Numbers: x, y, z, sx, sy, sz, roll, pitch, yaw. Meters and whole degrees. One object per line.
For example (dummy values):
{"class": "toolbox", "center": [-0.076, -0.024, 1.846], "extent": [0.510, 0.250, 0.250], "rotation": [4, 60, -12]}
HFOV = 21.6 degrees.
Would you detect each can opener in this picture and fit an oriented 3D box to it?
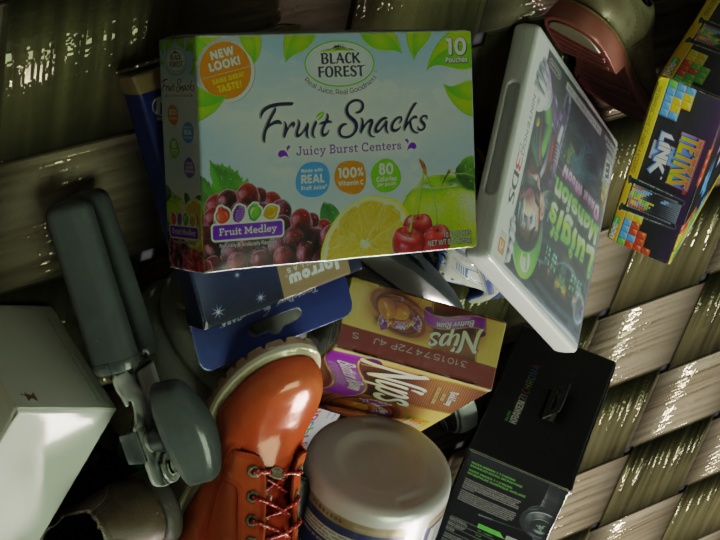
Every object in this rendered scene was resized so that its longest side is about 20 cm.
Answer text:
{"class": "can opener", "center": [-0.138, 0.043, 1.204], "extent": [0.067, 0.200, 0.053], "rotation": [-12, -169, 21]}

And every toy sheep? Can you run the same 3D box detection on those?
{"class": "toy sheep", "center": [-0.101, 0.054, 1.301], "extent": [0.200, 0.138, 0.138], "rotation": [-36, 151, 26]}

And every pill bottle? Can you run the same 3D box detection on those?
{"class": "pill bottle", "center": [-0.006, 0.217, 1.434], "extent": [0.111, 0.111, 0.200], "rotation": [-14, 135, -33]}

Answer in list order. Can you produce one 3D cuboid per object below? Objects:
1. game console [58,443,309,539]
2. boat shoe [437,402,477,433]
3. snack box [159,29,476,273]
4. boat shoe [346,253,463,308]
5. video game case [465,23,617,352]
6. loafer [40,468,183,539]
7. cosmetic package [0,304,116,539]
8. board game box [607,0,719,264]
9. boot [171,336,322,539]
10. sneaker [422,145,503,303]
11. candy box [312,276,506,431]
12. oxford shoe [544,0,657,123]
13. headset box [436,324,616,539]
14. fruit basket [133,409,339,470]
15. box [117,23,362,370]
{"class": "game console", "center": [-0.152, 0.209, 1.395], "extent": [0.116, 0.176, 0.200], "rotation": [-26, 136, -48]}
{"class": "boat shoe", "center": [0.043, 0.080, 1.532], "extent": [0.066, 0.070, 0.200], "rotation": [-29, 146, -5]}
{"class": "snack box", "center": [-0.023, -0.078, 1.174], "extent": [0.200, 0.053, 0.142], "rotation": [-6, 96, -33]}
{"class": "boat shoe", "center": [0.000, 0.000, 1.371], "extent": [0.065, 0.074, 0.200], "rotation": [-40, 132, 12]}
{"class": "video game case", "center": [0.139, -0.056, 1.401], "extent": [0.200, 0.023, 0.182], "rotation": [43, 56, -57]}
{"class": "loafer", "center": [-0.203, 0.194, 1.298], "extent": [0.071, 0.073, 0.200], "rotation": [-14, 159, -46]}
{"class": "cosmetic package", "center": [-0.258, 0.129, 1.258], "extent": [0.085, 0.108, 0.200], "rotation": [5, 128, -45]}
{"class": "board game box", "center": [0.263, -0.128, 1.422], "extent": [0.200, 0.057, 0.165], "rotation": [-54, 164, -41]}
{"class": "boot", "center": [-0.062, 0.139, 1.239], "extent": [0.075, 0.107, 0.200], "rotation": [0, 128, -34]}
{"class": "sneaker", "center": [0.081, -0.026, 1.432], "extent": [0.088, 0.075, 0.200], "rotation": [-23, 144, 16]}
{"class": "candy box", "center": [0.018, 0.066, 1.371], "extent": [0.117, 0.056, 0.200], "rotation": [17, 164, -10]}
{"class": "oxford shoe", "center": [0.198, -0.166, 1.388], "extent": [0.075, 0.070, 0.200], "rotation": [-58, 156, -5]}
{"class": "headset box", "center": [0.137, 0.172, 1.635], "extent": [0.174, 0.093, 0.200], "rotation": [-60, 170, -49]}
{"class": "fruit basket", "center": [-0.100, 0.175, 1.482], "extent": [0.200, 0.094, 0.185], "rotation": [-3, 133, -47]}
{"class": "box", "center": [-0.070, -0.045, 1.200], "extent": [0.121, 0.032, 0.200], "rotation": [-22, 107, -26]}
